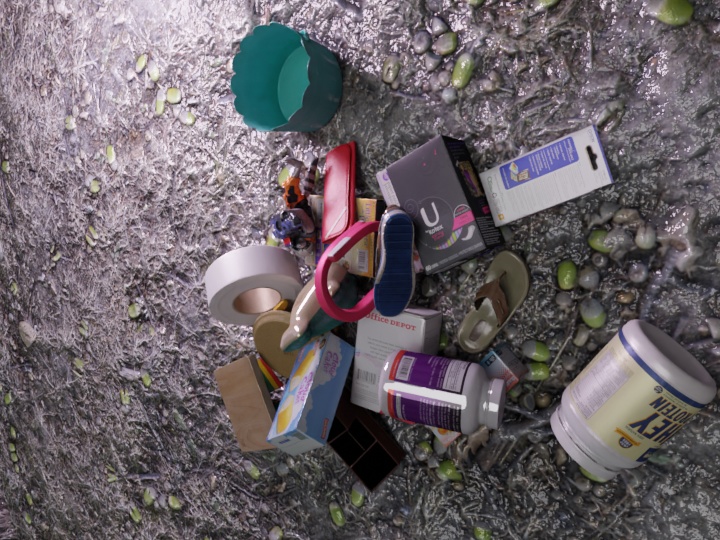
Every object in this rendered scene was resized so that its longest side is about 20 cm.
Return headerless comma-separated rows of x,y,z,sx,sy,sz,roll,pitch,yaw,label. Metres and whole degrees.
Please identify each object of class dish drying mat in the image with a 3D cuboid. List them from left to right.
-0.042,-0.153,1.103,0.076,0.018,0.204,-16,63,36,dish drying mat

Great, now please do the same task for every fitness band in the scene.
0.000,0.000,1.016,0.037,0.200,0.145,9,133,48,fitness band

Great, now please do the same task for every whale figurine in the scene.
-0.072,0.080,1.064,0.103,0.201,0.159,41,133,-11,whale figurine

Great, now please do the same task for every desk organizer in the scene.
-0.009,0.328,1.121,0.200,0.077,0.072,48,120,-1,desk organizer

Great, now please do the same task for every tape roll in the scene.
-0.218,0.035,1.180,0.202,0.200,0.072,-38,54,30,tape roll

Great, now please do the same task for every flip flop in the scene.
0.223,0.060,0.978,0.081,0.057,0.202,38,115,24,flip flop

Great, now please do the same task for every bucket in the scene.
-0.142,-0.371,1.122,0.204,0.134,0.212,5,98,32,bucket

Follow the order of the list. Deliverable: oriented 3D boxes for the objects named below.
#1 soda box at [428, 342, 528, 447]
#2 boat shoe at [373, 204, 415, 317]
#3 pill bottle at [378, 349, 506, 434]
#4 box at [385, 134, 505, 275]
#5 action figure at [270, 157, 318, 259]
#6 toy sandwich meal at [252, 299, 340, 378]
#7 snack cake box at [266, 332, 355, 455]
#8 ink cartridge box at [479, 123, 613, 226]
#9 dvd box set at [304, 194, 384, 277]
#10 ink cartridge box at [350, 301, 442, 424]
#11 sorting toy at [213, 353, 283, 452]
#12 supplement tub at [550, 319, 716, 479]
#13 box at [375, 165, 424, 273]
0.201,0.222,1.009,0.069,0.063,0.201,48,118,19,soda box
0.060,-0.017,0.985,0.071,0.073,0.204,3,118,-7,boat shoe
0.134,0.201,0.937,0.196,0.112,0.115,8,100,22,pill bottle
0.146,-0.111,0.979,0.121,0.105,0.204,-26,81,32,box
-0.117,-0.121,1.117,0.199,0.102,0.198,-163,67,-68,action figure
-0.137,0.145,1.209,0.201,0.071,0.209,12,127,16,toy sandwich meal
-0.090,0.229,1.059,0.067,0.202,0.115,34,140,-19,snack cake box
0.296,-0.148,0.917,0.198,0.037,0.097,-21,84,36,ink cartridge box
-0.036,-0.073,1.131,0.197,0.029,0.150,9,101,43,dvd box set
0.067,0.166,1.079,0.145,0.085,0.205,13,101,32,ink cartridge box
-0.233,0.294,1.284,0.199,0.069,0.202,-27,83,50,sorting toy
0.389,0.190,0.832,0.145,0.144,0.202,43,117,21,supplement tub
0.086,-0.095,1.061,0.038,0.041,0.204,-24,83,33,box
